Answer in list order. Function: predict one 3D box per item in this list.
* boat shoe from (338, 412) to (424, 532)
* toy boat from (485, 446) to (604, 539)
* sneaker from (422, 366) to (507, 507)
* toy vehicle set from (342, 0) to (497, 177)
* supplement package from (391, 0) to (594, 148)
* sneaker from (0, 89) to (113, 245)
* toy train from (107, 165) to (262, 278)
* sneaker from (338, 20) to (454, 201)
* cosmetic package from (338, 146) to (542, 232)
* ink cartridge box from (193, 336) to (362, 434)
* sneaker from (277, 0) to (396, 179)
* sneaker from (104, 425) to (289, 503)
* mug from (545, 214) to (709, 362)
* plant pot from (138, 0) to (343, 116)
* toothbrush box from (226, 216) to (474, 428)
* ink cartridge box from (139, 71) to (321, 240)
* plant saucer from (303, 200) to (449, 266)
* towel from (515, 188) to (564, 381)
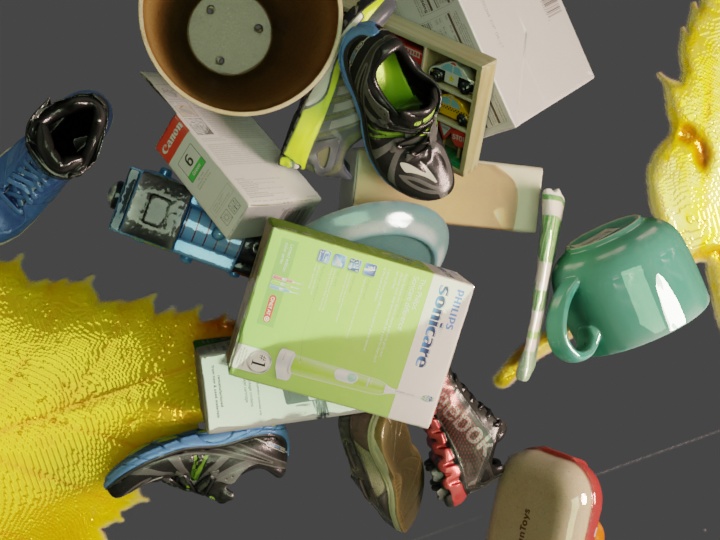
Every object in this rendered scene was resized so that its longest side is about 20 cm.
[{"bbox_3d":[0.021,0.209,1.341,0.066,0.201,0.072,12,54,23],"label":"boat shoe"},{"bbox_3d":[0.222,0.300,1.400,0.131,0.130,0.200,9,94,-40],"label":"toy boat"},{"bbox_3d":[0.106,0.156,1.376,0.098,0.071,0.201,-17,100,-4],"label":"sneaker"},{"bbox_3d":[0.041,-0.190,1.266,0.027,0.200,0.124,-33,141,-41],"label":"toy vehicle set"},{"bbox_3d":[0.123,-0.250,1.290,0.156,0.111,0.200,-33,103,-41],"label":"supplement package"},{"bbox_3d":[-0.327,-0.103,1.258,0.200,0.111,0.077,-45,101,-3],"label":"sneaker"},{"bbox_3d":[-0.165,-0.045,1.289,0.200,0.114,0.087,21,92,-11],"label":"toy train"},{"bbox_3d":[0.041,-0.142,1.186,0.071,0.083,0.200,-37,126,-16],"label":"sneaker"},{"bbox_3d":[0.083,-0.085,1.335,0.200,0.105,0.071,5,93,-9],"label":"cosmetic package"},{"bbox_3d":[-0.069,0.107,1.305,0.200,0.147,0.083,-6,94,-10],"label":"ink cartridge box"},{"bbox_3d":[-0.008,-0.180,1.235,0.081,0.074,0.200,23,110,-11],"label":"sneaker"},{"bbox_3d":[-0.172,0.211,1.327,0.200,0.071,0.083,-11,91,-11],"label":"sneaker"},{"bbox_3d":[0.279,0.013,1.339,0.152,0.185,0.114,-22,97,25],"label":"mug"},{"bbox_3d":[-0.125,-0.243,1.234,0.186,0.200,0.186,-1,95,-10],"label":"plant pot"},{"bbox_3d":[-0.013,0.049,1.188,0.200,0.086,0.146,16,97,-8],"label":"toothbrush box"},{"bbox_3d":[-0.142,-0.120,1.265,0.200,0.109,0.050,49,122,23],"label":"ink cartridge box"},{"bbox_3d":[0.000,0.000,1.294,0.200,0.200,0.027,-13,58,-8],"label":"plant saucer"},{"bbox_3d":[0.192,0.013,1.343,0.023,0.153,0.200,10,92,9],"label":"towel"}]
